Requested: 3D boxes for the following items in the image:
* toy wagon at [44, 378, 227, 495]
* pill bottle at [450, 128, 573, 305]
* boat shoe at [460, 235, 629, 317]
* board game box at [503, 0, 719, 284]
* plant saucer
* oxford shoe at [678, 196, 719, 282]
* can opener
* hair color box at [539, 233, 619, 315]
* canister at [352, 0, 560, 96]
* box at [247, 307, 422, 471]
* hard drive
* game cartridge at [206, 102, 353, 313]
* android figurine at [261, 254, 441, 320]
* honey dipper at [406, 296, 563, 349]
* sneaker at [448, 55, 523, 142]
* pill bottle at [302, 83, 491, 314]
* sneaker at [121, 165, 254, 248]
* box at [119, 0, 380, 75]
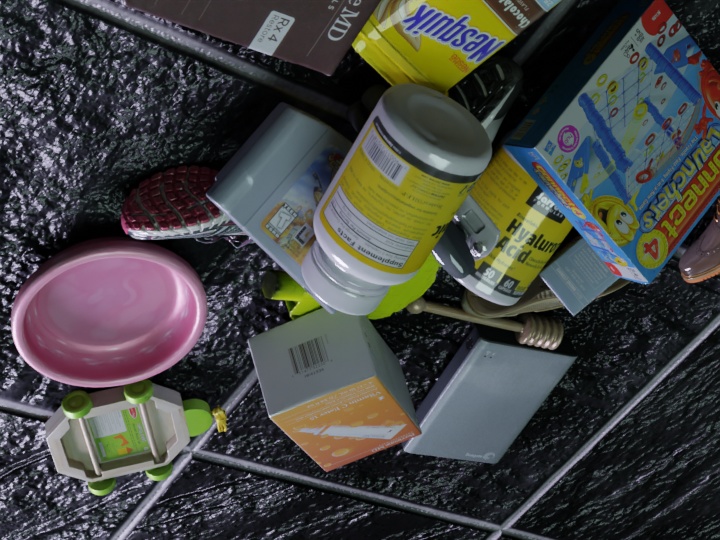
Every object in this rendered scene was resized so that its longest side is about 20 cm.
[{"bbox_3d":[-0.249,0.179,1.765,0.199,0.040,0.156,-13,137,-7],"label":"toy wagon"},{"bbox_3d":[0.168,-0.073,1.588,0.111,0.111,0.201,21,112,-35],"label":"pill bottle"},{"bbox_3d":[0.207,0.007,1.737,0.198,0.072,0.065,-11,172,-9],"label":"boat shoe"},{"bbox_3d":[0.267,-0.126,1.511,0.196,0.056,0.200,45,77,-26],"label":"board game box"},{"bbox_3d":[-0.258,0.036,1.607,0.199,0.051,0.201,-10,136,-10],"label":"plant saucer"},{"bbox_3d":[0.414,-0.070,1.732,0.073,0.071,0.200,34,114,-19],"label":"oxford shoe"},{"bbox_3d":[0.059,-0.088,1.500,0.053,0.200,0.066,-39,175,36],"label":"can opener"},{"bbox_3d":[0.280,-0.040,1.645,0.200,0.061,0.099,-41,179,5],"label":"hair color box"},{"bbox_3d":[0.091,-0.254,1.407,0.200,0.087,0.148,-37,135,17],"label":"canister"},{"bbox_3d":[-0.025,0.128,1.711,0.124,0.098,0.200,-22,152,8],"label":"box"},{"bbox_3d":[0.151,0.151,1.878,0.139,0.033,0.201,10,130,-28],"label":"hard drive"},{"bbox_3d":[-0.043,-0.062,1.500,0.133,0.042,0.200,-47,129,-1],"label":"game cartridge"},{"bbox_3d":[0.000,0.000,1.649,0.199,0.041,0.182,1,143,-35],"label":"android figurine"},{"bbox_3d":[0.138,0.054,1.778,0.199,0.038,0.038,13,129,-24],"label":"honey dipper"},{"bbox_3d":[0.101,-0.135,1.550,0.079,0.074,0.200,5,139,-36],"label":"sneaker"},{"bbox_3d":[0.025,-0.059,1.420,0.111,0.112,0.200,12,127,-29],"label":"pill bottle"},{"bbox_3d":[-0.134,-0.055,1.535,0.198,0.081,0.075,-8,139,-13],"label":"sneaker"},{"bbox_3d":[-0.083,-0.291,1.249,0.199,0.165,0.166,15,128,-31],"label":"box"}]
